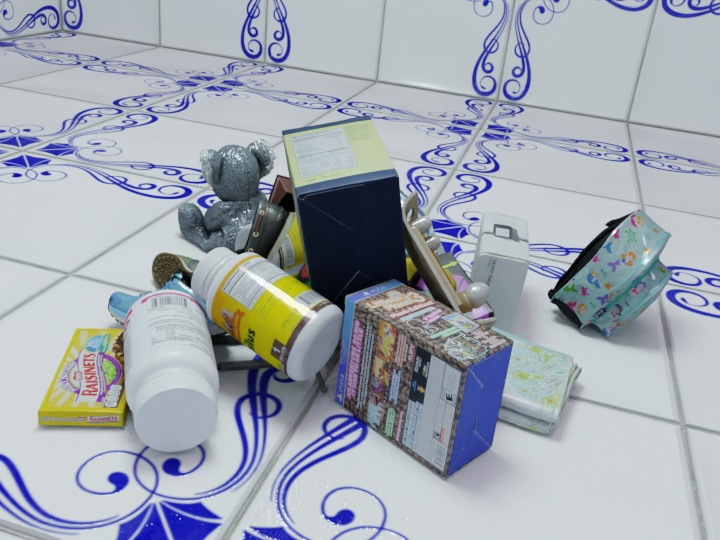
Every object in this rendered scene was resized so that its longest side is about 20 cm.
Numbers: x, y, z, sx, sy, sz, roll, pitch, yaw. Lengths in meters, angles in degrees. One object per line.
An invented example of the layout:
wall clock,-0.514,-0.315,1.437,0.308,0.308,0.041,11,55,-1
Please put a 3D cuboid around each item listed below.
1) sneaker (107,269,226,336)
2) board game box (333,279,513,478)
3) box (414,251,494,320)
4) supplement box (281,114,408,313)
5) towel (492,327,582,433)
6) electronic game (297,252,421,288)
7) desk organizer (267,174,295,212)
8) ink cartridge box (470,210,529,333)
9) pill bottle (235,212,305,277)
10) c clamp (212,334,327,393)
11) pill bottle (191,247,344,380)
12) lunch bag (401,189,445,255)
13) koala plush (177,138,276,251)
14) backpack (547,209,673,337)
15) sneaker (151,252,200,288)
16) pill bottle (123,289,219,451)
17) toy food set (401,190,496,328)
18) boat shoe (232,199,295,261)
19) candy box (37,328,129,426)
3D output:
sneaker,-0.274,0.043,1.082,0.197,0.091,0.078,4,1,13
board game box,0.073,0.129,0.934,0.096,0.161,0.199,-17,34,-42
box,0.082,0.058,1.120,0.198,0.036,0.143,-22,49,-12
supplement box,-0.023,-0.080,1.040,0.133,0.202,0.201,-10,35,-5
towel,0.206,0.147,1.061,0.198,0.049,0.171,16,26,21
electronic game,0.000,0.000,1.136,0.197,0.042,0.201,-9,33,6
desk organizer,-0.079,-0.122,1.473,0.198,0.072,0.077,12,24,-26
ink cartridge box,0.230,0.004,1.248,0.082,0.147,0.200,12,25,6
pill bottle,-0.115,-0.047,1.317,0.111,0.113,0.199,27,31,37
c clamp,-0.155,0.120,1.053,0.197,0.027,0.171,0,25,-11
pill bottle,-0.126,0.050,0.973,0.199,0.110,0.109,31,33,22
lunch bag,0.062,-0.063,1.297,0.200,0.127,0.170,41,-1,22
koala plush,-0.233,-0.143,1.386,0.176,0.202,0.183,-13,31,-36
backpack,0.435,0.001,1.245,0.150,0.201,0.177,40,35,19
sneaker,-0.254,0.020,1.212,0.199,0.068,0.089,16,4,41
pill bottle,-0.237,0.122,0.924,0.112,0.115,0.200,-2,31,-17
toy food set,0.119,-0.003,1.015,0.060,0.201,0.144,-28,-12,-2
boat shoe,-0.168,-0.009,1.096,0.063,0.203,0.074,25,12,-14
candy box,-0.348,0.136,0.976,0.101,0.027,0.200,0,25,-8
